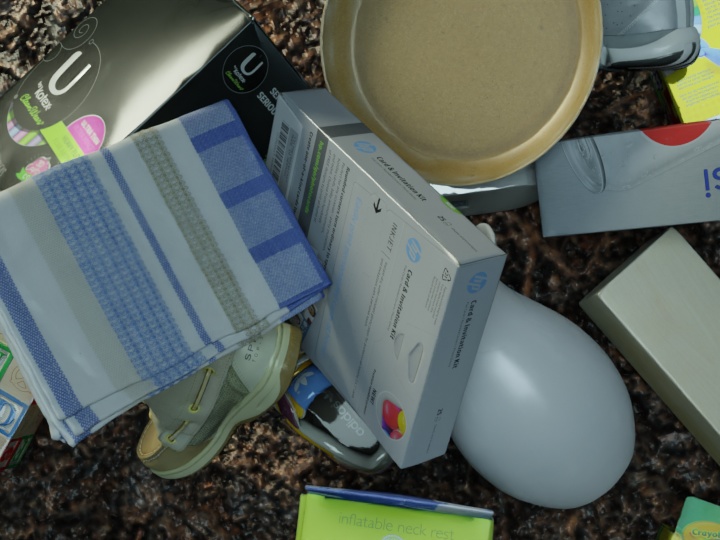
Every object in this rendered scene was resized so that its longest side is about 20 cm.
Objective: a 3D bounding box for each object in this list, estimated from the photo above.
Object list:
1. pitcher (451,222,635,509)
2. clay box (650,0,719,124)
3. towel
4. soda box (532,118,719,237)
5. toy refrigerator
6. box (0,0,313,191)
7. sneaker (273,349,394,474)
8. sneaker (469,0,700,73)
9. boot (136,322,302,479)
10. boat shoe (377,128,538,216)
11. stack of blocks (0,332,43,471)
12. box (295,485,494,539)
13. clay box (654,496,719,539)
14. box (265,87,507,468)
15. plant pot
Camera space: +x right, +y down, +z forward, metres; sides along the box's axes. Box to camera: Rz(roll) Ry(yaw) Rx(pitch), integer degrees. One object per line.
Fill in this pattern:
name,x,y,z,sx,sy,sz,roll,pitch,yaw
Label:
pitcher,0.084,0.074,0.872,0.200,0.171,0.122,47,55,-23
clay box,0.266,-0.170,0.908,0.114,0.048,0.201,-20,86,4
towel,-0.126,-0.005,0.743,0.199,0.024,0.148,-29,90,-31
soda box,0.222,-0.066,0.851,0.199,0.063,0.069,-5,94,27
toy refrigerator,0.254,0.072,0.896,0.076,0.070,0.200,-41,86,-6
box,-0.143,-0.098,0.867,0.200,0.124,0.149,-42,46,0
sneaker,-0.046,0.066,0.899,0.200,0.090,0.075,40,90,4
sneaker,0.142,-0.198,0.887,0.199,0.075,0.116,2,96,26
boot,-0.148,0.065,0.837,0.154,0.200,0.072,25,52,-21
boat shoe,0.036,-0.078,0.916,0.198,0.072,0.069,-7,72,6
stack of blocks,-0.321,0.050,0.930,0.199,0.059,0.116,28,89,4
box,0.023,0.179,0.833,0.121,0.200,0.048,7,76,3
clay box,0.248,0.272,0.894,0.114,0.048,0.201,21,87,4
box,0.000,0.000,0.794,0.041,0.200,0.157,-11,131,-32
plant pot,0.069,-0.159,0.861,0.199,0.027,0.202,2,95,19
